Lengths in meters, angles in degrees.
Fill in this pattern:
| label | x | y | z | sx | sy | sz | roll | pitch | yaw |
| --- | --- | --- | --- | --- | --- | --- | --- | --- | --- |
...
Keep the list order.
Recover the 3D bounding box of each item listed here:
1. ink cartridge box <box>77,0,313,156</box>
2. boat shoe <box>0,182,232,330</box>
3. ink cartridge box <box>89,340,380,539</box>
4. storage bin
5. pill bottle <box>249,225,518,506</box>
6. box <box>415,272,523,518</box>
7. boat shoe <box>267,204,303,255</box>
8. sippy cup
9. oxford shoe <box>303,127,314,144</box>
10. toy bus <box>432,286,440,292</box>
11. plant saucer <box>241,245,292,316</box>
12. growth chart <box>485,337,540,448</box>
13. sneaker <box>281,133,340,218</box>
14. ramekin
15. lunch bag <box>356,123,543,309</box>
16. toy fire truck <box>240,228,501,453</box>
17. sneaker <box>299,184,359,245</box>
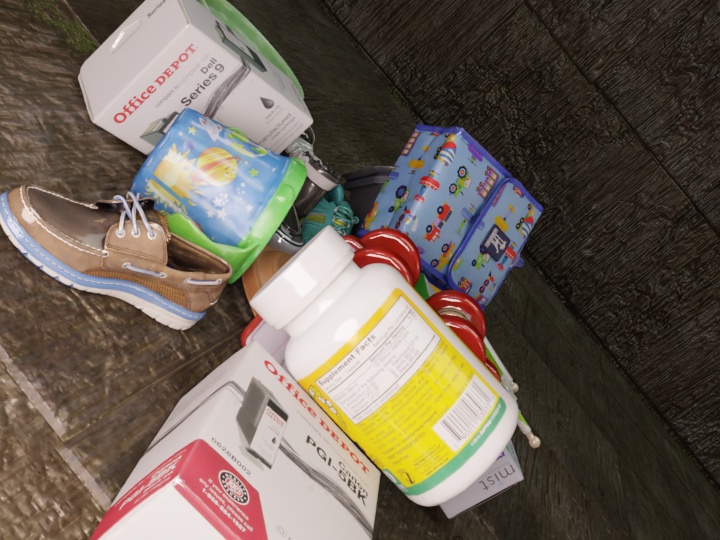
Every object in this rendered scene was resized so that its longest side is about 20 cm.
| label | x | y | z | sx | sy | sz | roll | pitch | yaw |
| --- | --- | --- | --- | --- | --- | --- | --- | --- | --- |
| ink cartridge box | -0.171 | -0.180 | 0.937 | 0.199 | 0.146 | 0.085 | 31 | 25 | -49 |
| boat shoe | -0.180 | -0.023 | 0.680 | 0.199 | 0.072 | 0.073 | 32 | 23 | -50 |
| ink cartridge box | -0.067 | 0.152 | 0.569 | 0.147 | 0.083 | 0.200 | 47 | 15 | -10 |
| storage bin | 0.055 | -0.057 | 1.164 | 0.144 | 0.136 | 0.200 | 5 | 2 | -16 |
| pill bottle | 0.014 | 0.068 | 0.665 | 0.200 | 0.113 | 0.113 | 47 | 15 | -6 |
| box | 0.079 | 0.129 | 0.956 | 0.177 | 0.096 | 0.200 | 57 | 10 | -17 |
| boat shoe | -0.112 | -0.107 | 1.062 | 0.072 | 0.071 | 0.201 | 17 | 38 | -55 |
| sippy cup | -0.140 | -0.079 | 0.844 | 0.130 | 0.140 | 0.178 | 34 | -6 | -14 |
| oxford shoe | -0.106 | -0.182 | 1.296 | 0.075 | 0.058 | 0.200 | 51 | 17 | -13 |
| toy bus | 0.060 | 0.063 | 1.147 | 0.065 | 0.078 | 0.200 | 49 | 15 | -1 |
| plant saucer | -0.047 | 0.058 | 0.909 | 0.201 | 0.032 | 0.201 | 52 | 12 | -16 |
| growth chart | 0.161 | 0.119 | 1.075 | 0.146 | 0.018 | 0.200 | 57 | 9 | -8 |
| sneaker | -0.097 | -0.132 | 1.154 | 0.066 | 0.091 | 0.200 | 28 | 15 | -36 |
| ramekin | -0.180 | -0.279 | 1.230 | 0.200 | 0.097 | 0.200 | 45 | 16 | -17 |
| lunch bag | 0.121 | -0.053 | 1.050 | 0.199 | 0.152 | 0.094 | 33 | -7 | -32 |
| toy fire truck | 0.015 | 0.071 | 0.782 | 0.200 | 0.168 | 0.112 | 43 | 14 | -3 |
| sneaker | -0.042 | -0.052 | 1.128 | 0.077 | 0.079 | 0.201 | 40 | 19 | -32 |
